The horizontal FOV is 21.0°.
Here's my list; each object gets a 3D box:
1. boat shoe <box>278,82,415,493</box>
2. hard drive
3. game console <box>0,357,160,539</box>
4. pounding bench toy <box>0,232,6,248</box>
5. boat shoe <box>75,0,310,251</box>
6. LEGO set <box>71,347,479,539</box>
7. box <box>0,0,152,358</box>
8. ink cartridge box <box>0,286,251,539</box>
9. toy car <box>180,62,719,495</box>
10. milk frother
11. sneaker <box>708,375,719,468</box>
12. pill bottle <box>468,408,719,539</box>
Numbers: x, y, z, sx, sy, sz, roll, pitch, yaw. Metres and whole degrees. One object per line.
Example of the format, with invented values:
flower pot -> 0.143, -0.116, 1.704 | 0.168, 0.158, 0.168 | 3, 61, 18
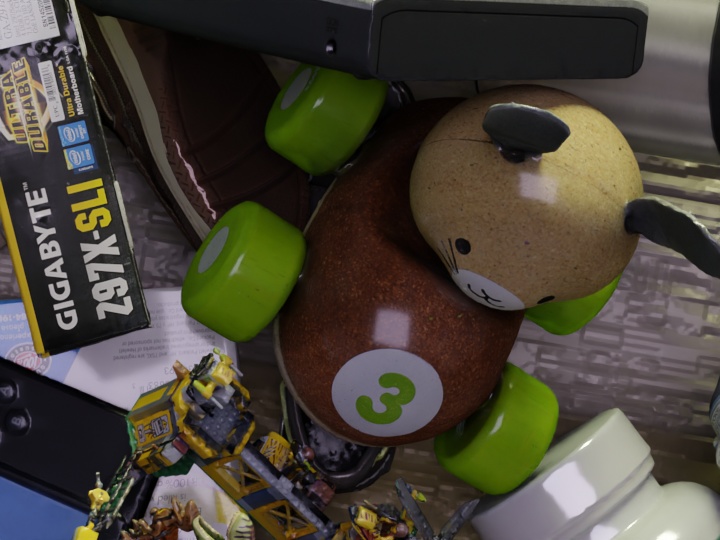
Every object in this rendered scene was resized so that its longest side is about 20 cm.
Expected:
boat shoe -> 0.000, 0.000, 0.879 | 0.071, 0.061, 0.202 | 4, 85, -4
hard drive -> -0.005, -0.106, 0.781 | 0.139, 0.200, 0.033 | -5, 106, -39
game console -> -0.198, 0.126, 0.767 | 0.172, 0.119, 0.201 | 22, 91, 10
pounding bench toy -> -0.236, -0.078, 0.817 | 0.200, 0.156, 0.124 | 44, 83, -1
boat shoe -> -0.088, -0.082, 0.877 | 0.075, 0.075, 0.203 | -14, 78, -40
LEGO set -> -0.041, 0.122, 0.726 | 0.154, 0.116, 0.200 | 51, 47, -13
box -> -0.133, -0.065, 0.787 | 0.049, 0.200, 0.160 | -16, 104, -9
ink cartridge box -> -0.106, 0.111, 0.857 | 0.116, 0.067, 0.201 | -4, 86, -3
toy car -> 0.053, -0.010, 0.762 | 0.164, 0.200, 0.158 | 32, 70, -18
milk frother -> 0.173, -0.071, 0.872 | 0.188, 0.180, 0.201 | 13, 117, 30
sneaker -> 0.180, 0.084, 0.818 | 0.085, 0.077, 0.200 | 25, 53, 5
pill bottle -> 0.138, 0.165, 0.852 | 0.113, 0.113, 0.200 | -35, 89, -7
